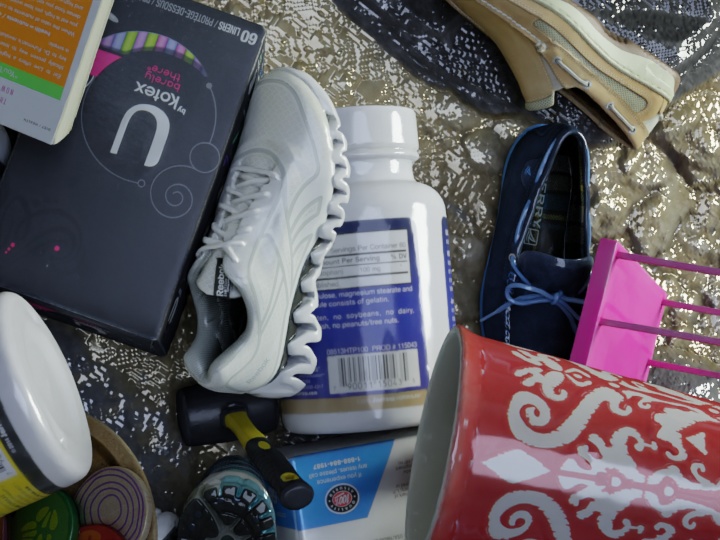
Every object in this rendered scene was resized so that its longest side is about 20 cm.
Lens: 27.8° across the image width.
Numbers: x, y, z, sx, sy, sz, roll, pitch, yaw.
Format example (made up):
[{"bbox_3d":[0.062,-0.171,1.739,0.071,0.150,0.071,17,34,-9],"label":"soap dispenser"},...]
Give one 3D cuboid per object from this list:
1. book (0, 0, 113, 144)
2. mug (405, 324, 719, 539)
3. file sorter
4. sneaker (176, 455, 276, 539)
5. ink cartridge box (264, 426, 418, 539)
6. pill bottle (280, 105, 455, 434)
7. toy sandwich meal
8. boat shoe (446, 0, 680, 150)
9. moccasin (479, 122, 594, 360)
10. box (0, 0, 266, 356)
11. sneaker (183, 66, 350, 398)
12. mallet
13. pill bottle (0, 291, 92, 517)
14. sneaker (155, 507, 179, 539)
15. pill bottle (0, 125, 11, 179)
[{"bbox_3d":[-0.189,-0.187,0.773,0.132,0.048,0.202,21,104,-4],"label":"book"},{"bbox_3d":[0.136,0.109,0.843,0.198,0.178,0.135,12,109,-4],"label":"mug"},{"bbox_3d":[0.213,0.103,0.979,0.139,0.124,0.202,32,72,-59],"label":"file sorter"},{"bbox_3d":[-0.083,0.213,0.925,0.077,0.086,0.202,9,107,-3],"label":"sneaker"},{"bbox_3d":[0.017,0.209,0.953,0.144,0.084,0.203,-6,89,-24],"label":"ink cartridge box"},{"bbox_3d":[0.000,0.000,0.945,0.118,0.120,0.203,-3,87,-20],"label":"pill bottle"},{"bbox_3d":[-0.217,0.161,0.843,0.203,0.070,0.207,-6,67,13],"label":"toy sandwich meal"},{"bbox_3d":[0.136,-0.149,1.034,0.199,0.072,0.077,27,90,-16],"label":"boat shoe"},{"bbox_3d":[0.124,-0.005,1.016,0.080,0.068,0.203,0,87,-19],"label":"moccasin"},{"bbox_3d":[-0.144,-0.064,0.893,0.121,0.106,0.202,18,81,-2],"label":"box"},{"bbox_3d":[-0.059,-0.021,0.866,0.081,0.075,0.203,1,98,-49],"label":"sneaker"},{"bbox_3d":[-0.073,0.105,0.874,0.065,0.200,0.042,-7,102,-9],"label":"mallet"},{"bbox_3d":[-0.255,0.099,0.783,0.198,0.111,0.112,-23,94,1],"label":"pill bottle"},{"bbox_3d":[-0.199,0.213,0.895,0.080,0.074,0.200,37,74,8],"label":"sneaker"},{"bbox_3d":[-0.274,-0.052,0.855,0.111,0.111,0.202,25,78,-16],"label":"pill bottle"}]
